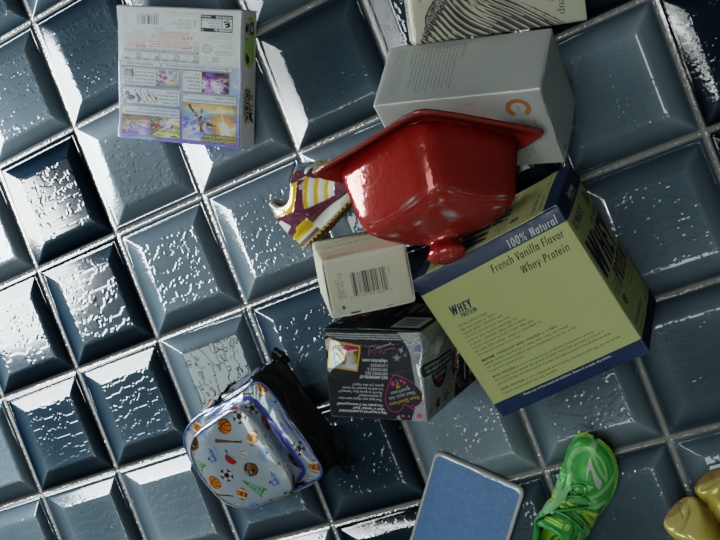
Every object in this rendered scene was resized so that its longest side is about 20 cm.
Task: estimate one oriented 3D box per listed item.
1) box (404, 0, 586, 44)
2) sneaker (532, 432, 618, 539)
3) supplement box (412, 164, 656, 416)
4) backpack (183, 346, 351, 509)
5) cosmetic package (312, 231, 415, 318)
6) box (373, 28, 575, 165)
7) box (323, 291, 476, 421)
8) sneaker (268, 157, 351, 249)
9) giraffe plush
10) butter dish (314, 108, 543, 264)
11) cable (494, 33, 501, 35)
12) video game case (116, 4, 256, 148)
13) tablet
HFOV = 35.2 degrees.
[{"bbox_3d":[0.151,-0.310,1.294,0.199,0.068,0.082,-9,103,0],"label":"box"},{"bbox_3d":[0.263,0.298,1.409,0.074,0.084,0.200,22,109,20],"label":"sneaker"},{"bbox_3d":[0.205,0.024,1.325,0.200,0.134,0.200,-29,103,27],"label":"supplement box"},{"bbox_3d":[-0.145,0.240,1.559,0.190,0.154,0.200,-32,90,37],"label":"backpack"},{"bbox_3d":[0.000,0.000,1.391,0.103,0.200,0.073,-11,99,-5],"label":"cosmetic package"},{"bbox_3d":[0.135,-0.195,1.325,0.200,0.098,0.124,-1,144,25],"label":"box"},{"bbox_3d":[0.059,0.103,1.397,0.132,0.200,0.115,0,103,25],"label":"box"},{"bbox_3d":[-0.040,-0.119,1.467,0.090,0.075,0.200,47,115,4],"label":"sneaker"},{"bbox_3d":[0.468,0.332,1.294,0.172,0.200,0.162,-33,115,24],"label":"giraffe plush"},{"bbox_3d":[0.084,-0.079,1.254,0.199,0.200,0.148,-25,69,47],"label":"butter dish"},{"bbox_3d":[0.157,-0.376,1.350,0.097,0.050,0.200,25,98,30],"label":"cable"},{"bbox_3d":[-0.237,-0.265,1.544,0.200,0.045,0.182,8,103,24],"label":"video game case"},{"bbox_3d":[0.134,0.353,1.521,0.130,0.014,0.200,21,108,20],"label":"tablet"}]
